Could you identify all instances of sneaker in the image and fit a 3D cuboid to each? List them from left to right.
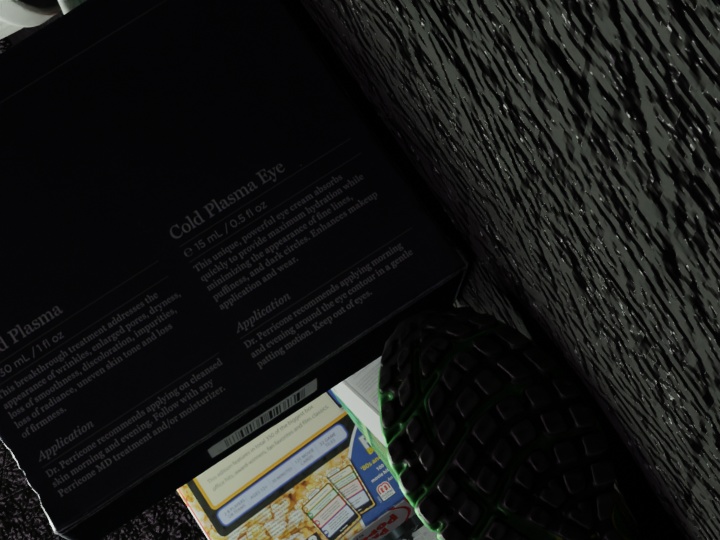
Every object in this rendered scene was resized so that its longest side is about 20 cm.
[{"bbox_3d":[0.071,0.104,0.749,0.200,0.078,0.085,57,173,0],"label":"sneaker"}]

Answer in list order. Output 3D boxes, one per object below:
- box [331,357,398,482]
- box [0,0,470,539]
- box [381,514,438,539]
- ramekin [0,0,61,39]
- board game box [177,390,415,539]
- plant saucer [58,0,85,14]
[{"bbox_3d":[0.057,0.109,0.913,0.200,0.036,0.144,41,168,53],"label":"box"},{"bbox_3d":[-0.087,-0.013,0.811,0.182,0.200,0.104,57,173,8],"label":"box"},{"bbox_3d":[0.045,0.221,1.244,0.200,0.117,0.060,55,172,13],"label":"box"},{"bbox_3d":[-0.309,-0.245,1.352,0.200,0.105,0.200,52,-160,-28],"label":"ramekin"},{"bbox_3d":[-0.053,0.087,1.169,0.200,0.151,0.046,55,-178,20],"label":"board game box"},{"bbox_3d":[-0.140,-0.125,1.192,0.200,0.050,0.200,155,90,-88],"label":"plant saucer"}]
